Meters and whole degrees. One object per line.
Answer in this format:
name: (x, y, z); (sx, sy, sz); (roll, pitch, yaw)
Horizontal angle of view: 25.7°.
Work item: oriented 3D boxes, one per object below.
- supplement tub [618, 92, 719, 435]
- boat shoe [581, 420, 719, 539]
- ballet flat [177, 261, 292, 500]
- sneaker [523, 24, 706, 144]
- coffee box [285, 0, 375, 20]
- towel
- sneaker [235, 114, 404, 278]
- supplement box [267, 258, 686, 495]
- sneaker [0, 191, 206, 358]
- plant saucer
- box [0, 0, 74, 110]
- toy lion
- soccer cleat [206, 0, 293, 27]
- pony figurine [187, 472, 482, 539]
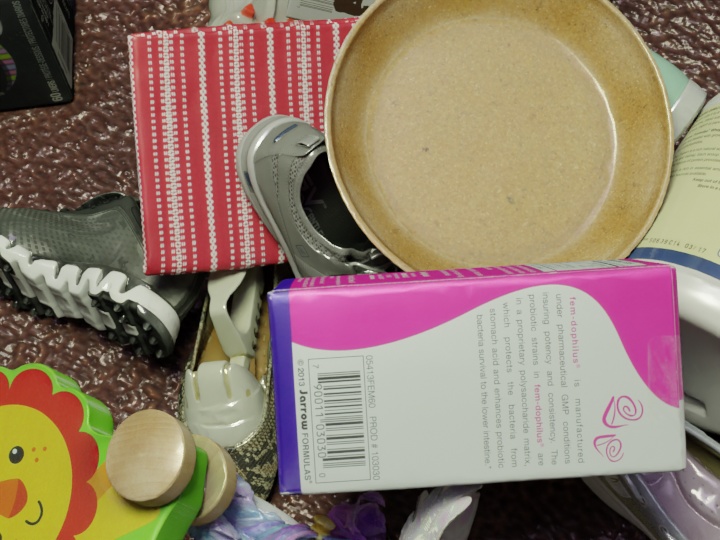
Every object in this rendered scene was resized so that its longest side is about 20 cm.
supplement tub: (0.236, -0.018, 0.923); (0.144, 0.145, 0.201); (27, 67, 20)
boat shoe: (0.199, 0.136, 0.885); (0.074, 0.065, 0.202); (-40, 64, -16)
ballet flat: (-0.079, 0.048, 0.963); (0.067, 0.075, 0.202); (0, 60, 9)
sneaker: (0.104, -0.064, 0.967); (0.118, 0.074, 0.201); (38, 96, 2)
coffee box: (0.059, -0.204, 1.043); (0.198, 0.080, 0.114); (12, 41, -7)
towel: (-0.042, -0.078, 0.958); (0.198, 0.022, 0.146); (-7, 98, -24)
sneaker: (0.000, 0.000, 0.928); (0.075, 0.200, 0.082); (-43, 21, -14)
supplement box: (0.057, 0.051, 0.803); (0.198, 0.103, 0.102); (-3, 92, 1)
sneaker: (-0.178, -0.014, 1.013); (0.199, 0.067, 0.091); (20, 58, 27)
plant saucer: (0.076, -0.076, 0.892); (0.198, 0.035, 0.202); (1, 77, -6)
box: (-0.308, -0.180, 1.094); (0.198, 0.123, 0.107); (-7, 60, 3)
toy lion: (-0.168, 0.149, 0.820); (0.190, 0.069, 0.202); (-1, 71, 22)
soccer cleat: (-0.076, -0.169, 1.089); (0.069, 0.078, 0.201); (20, 54, -19)
pony figurine: (-0.008, 0.181, 0.853); (0.198, 0.166, 0.195); (17, 95, 12)
